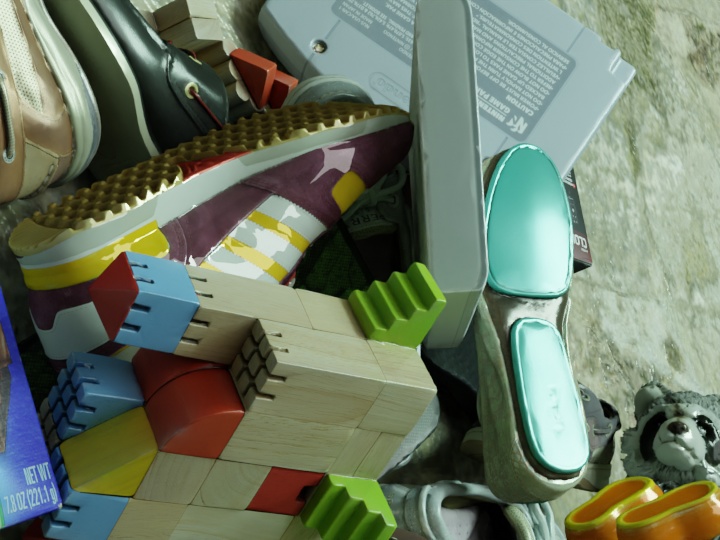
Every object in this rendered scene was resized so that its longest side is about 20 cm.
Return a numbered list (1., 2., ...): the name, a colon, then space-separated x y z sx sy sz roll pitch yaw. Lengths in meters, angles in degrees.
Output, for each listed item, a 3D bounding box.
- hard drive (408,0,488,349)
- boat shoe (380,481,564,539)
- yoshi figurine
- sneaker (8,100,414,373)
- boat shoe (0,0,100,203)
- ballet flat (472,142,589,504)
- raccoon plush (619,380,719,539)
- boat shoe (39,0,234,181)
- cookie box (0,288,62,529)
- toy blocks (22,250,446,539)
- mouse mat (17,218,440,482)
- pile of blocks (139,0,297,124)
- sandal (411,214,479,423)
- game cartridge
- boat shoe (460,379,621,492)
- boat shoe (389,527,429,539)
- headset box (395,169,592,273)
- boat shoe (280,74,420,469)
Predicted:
1. hard drive: 0.040 -0.039 0.748 0.200 0.027 0.132 83 4 -80
2. boat shoe: 0.067 0.154 0.852 0.202 0.065 0.075 27 53 -50
3. yoshi figurine: 0.186 0.198 0.764 0.112 0.112 0.201 -30 100 -64
4. sneaker: -0.054 -0.011 0.674 0.200 0.075 0.090 -25 110 -29
5. boat shoe: -0.179 -0.118 0.635 0.200 0.076 0.072 61 36 -12
6. ballet flat: 0.079 0.028 0.823 0.067 0.062 0.201 11 63 -25
7. raccoon plush: 0.187 0.160 0.980 0.096 0.200 0.134 17 57 1
8. boat shoe: -0.101 -0.075 0.719 0.063 0.074 0.202 -50 124 -32
9. cookie box: -0.208 0.010 0.520 0.171 0.075 0.201 -11 82 -57
10. toy blocks: -0.068 0.076 0.611 0.136 0.200 0.100 13 32 -33
11. mouse mat: -0.059 0.060 0.705 0.200 0.008 0.161 -38 108 -29
12. pile of blocks: -0.053 -0.070 0.808 0.200 0.062 0.082 39 44 -39
13. sandal: 0.040 0.040 0.913 0.201 0.048 0.076 54 35 -47
14. game cartridge: 0.047 -0.124 0.895 0.200 0.040 0.133 36 66 3
15. boat shoe: 0.114 0.094 0.925 0.200 0.072 0.065 26 79 -64
16. boat shoe: 0.041 0.166 0.708 0.071 0.200 0.070 -64 160 -14
17. headset box: 0.070 -0.078 0.983 0.149 0.077 0.201 13 64 -53
18. boat shoe: -0.001 0.001 0.789 0.074 0.065 0.203 -8 102 -28
